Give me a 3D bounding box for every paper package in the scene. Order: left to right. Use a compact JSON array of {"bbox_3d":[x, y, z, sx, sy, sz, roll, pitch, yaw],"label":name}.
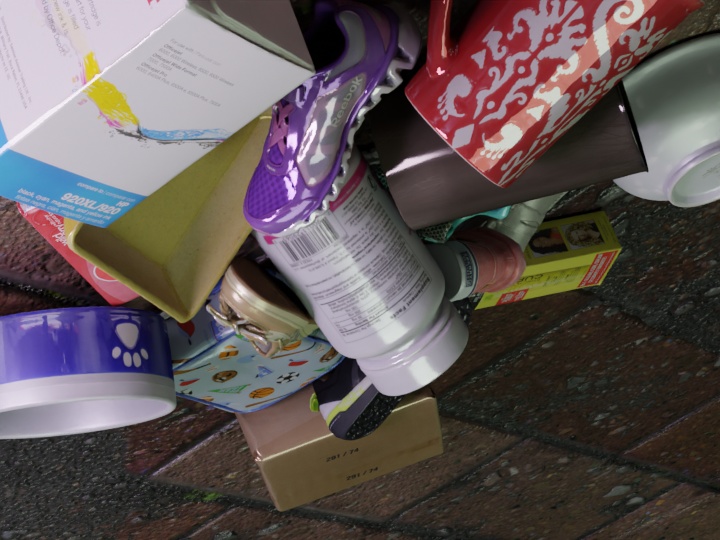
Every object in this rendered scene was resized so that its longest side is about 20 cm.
[{"bbox_3d":[-0.024,0.153,1.967,0.199,0.104,0.191,-21,156,-4],"label":"paper package"}]

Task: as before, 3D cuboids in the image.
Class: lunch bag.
[{"bbox_3d":[-0.115,0.069,1.771,0.159,0.076,0.200,-29,154,18],"label":"lunch bag"}]

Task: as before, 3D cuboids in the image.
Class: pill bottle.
[{"bbox_3d":[0.000,0.000,1.562,0.113,0.114,0.201,-29,114,14],"label":"pill bottle"}]

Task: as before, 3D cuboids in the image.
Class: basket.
[{"bbox_3d":[0.117,-0.118,1.521,0.198,0.181,0.137,-18,115,11],"label":"basket"}]

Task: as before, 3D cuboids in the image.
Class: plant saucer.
[{"bbox_3d":[-0.134,-0.080,1.420,0.201,0.048,0.200,-57,151,-4],"label":"plant saucer"}]

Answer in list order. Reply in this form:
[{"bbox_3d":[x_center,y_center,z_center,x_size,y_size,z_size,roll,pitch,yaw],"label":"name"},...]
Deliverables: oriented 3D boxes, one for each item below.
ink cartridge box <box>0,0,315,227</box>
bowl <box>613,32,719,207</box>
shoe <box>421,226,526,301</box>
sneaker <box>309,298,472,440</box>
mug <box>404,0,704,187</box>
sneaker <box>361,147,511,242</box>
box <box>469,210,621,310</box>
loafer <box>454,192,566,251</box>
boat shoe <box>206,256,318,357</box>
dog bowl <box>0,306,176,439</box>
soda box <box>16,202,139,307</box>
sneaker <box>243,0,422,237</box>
[{"bbox_3d":[-0.160,-0.152,1.224,0.199,0.148,0.144,-33,152,23],"label":"ink cartridge box"},{"bbox_3d":[0.307,-0.121,1.717,0.199,0.091,0.202,-17,154,-9],"label":"bowl"},{"bbox_3d":[0.056,0.001,1.715,0.091,0.072,0.199,-9,-178,-42],"label":"shoe"},{"bbox_3d":[0.020,0.077,1.821,0.200,0.083,0.072,-46,151,17],"label":"sneaker"},{"bbox_3d":[0.121,-0.184,1.380,0.200,0.177,0.133,-47,-177,12],"label":"mug"},{"bbox_3d":[0.044,-0.061,1.623,0.198,0.092,0.078,-20,153,-4],"label":"sneaker"},{"bbox_3d":[0.155,-0.005,1.864,0.198,0.050,0.075,-11,151,-23],"label":"box"},{"bbox_3d":[0.142,-0.050,1.741,0.200,0.070,0.070,-37,152,30],"label":"loafer"},{"bbox_3d":[-0.083,0.040,1.575,0.063,0.073,0.200,-44,164,2],"label":"boat shoe"},{"bbox_3d":[-0.261,0.091,1.619,0.198,0.080,0.200,-7,169,-1],"label":"dog bowl"},{"bbox_3d":[-0.209,-0.043,1.490,0.070,0.064,0.200,-24,155,5],"label":"soda box"},{"bbox_3d":[-0.040,-0.122,1.409,0.088,0.080,0.201,22,102,-48],"label":"sneaker"}]
